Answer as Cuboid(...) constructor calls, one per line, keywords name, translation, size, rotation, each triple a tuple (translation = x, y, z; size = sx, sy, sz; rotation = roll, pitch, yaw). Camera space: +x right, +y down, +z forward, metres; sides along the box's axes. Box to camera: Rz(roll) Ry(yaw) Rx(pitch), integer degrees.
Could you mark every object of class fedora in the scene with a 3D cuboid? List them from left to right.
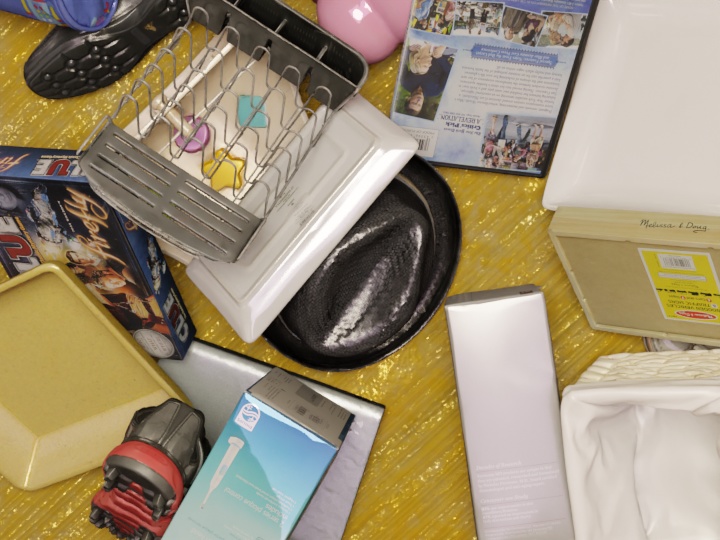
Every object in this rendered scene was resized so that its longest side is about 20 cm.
Cuboid(name="fedora", translation=(0.000, 0.000, 0.923), size=(0.198, 0.092, 0.203), rotation=(-3, 109, -10))

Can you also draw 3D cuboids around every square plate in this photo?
Cuboid(name="square plate", translation=(0.255, -0.129, 0.898), size=(0.196, 0.028, 0.202), rotation=(9, 77, 39))

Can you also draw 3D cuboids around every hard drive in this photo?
Cuboid(name="hard drive", translation=(-0.093, 0.150, 0.991), size=(0.198, 0.033, 0.141), rotation=(19, 94, 4))

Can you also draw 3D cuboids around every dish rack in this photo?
Cuboid(name="dish rack", translation=(-0.102, -0.111, 0.833), size=(0.152, 0.055, 0.201), rotation=(31, 61, -1))

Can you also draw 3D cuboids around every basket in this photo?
Cuboid(name="basket", translation=(0.242, 0.166, 0.894), size=(0.134, 0.123, 0.203), rotation=(-4, 104, 25))

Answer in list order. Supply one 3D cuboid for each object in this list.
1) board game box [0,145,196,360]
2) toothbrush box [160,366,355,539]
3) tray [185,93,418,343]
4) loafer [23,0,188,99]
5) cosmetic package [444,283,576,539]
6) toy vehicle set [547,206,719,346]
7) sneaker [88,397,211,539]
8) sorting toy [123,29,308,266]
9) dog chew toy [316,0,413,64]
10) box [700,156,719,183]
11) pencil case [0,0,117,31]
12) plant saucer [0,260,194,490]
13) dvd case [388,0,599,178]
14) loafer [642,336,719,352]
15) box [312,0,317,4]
Cuboid(name="board game box", translation=(-0.222, -0.011, 0.915), size=(0.134, 0.201, 0.035), rotation=(5, 48, 20))
Cuboid(name="toothbrush box", translation=(-0.092, 0.189, 0.903), size=(0.085, 0.146, 0.201), rotation=(31, 94, 3))
Cuboid(name="tray", translation=(-0.053, -0.050, 0.890), size=(0.200, 0.022, 0.107), rotation=(-49, 52, 3))
Cuboid(name="loafer", translation=(-0.202, -0.217, 0.976), size=(0.199, 0.068, 0.071), rotation=(-33, 59, 10))
Cuboid(name="cosmetic package", translation=(0.121, 0.116, 0.938), size=(0.089, 0.107, 0.203), rotation=(-11, 90, 5))
Cuboid(name="toy vehicle set", translation=(0.252, 0.008, 0.876), size=(0.198, 0.125, 0.027), rotation=(7, 54, 37))
Cuboid(name="sneaker", translation=(-0.165, 0.162, 0.921), size=(0.070, 0.201, 0.098), rotation=(30, 57, 0))
Cuboid(name="sorting toy", translation=(-0.110, -0.078, 0.958), size=(0.200, 0.107, 0.180), rotation=(-43, 98, 0))
Cuboid(name="dog chew toy", translation=(0.048, -0.242, 0.927), size=(0.199, 0.125, 0.125), rotation=(-35, 89, 12))
Cuboid(name="box", translation=(0.382, -0.033, 0.922), size=(0.162, 0.086, 0.202), rotation=(-28, 90, 6))
Cuboid(name="pencil case", translation=(-0.283, -0.250, 0.940), size=(0.198, 0.087, 0.079), rotation=(19, 124, 29))
Cuboid(name="plant saucer", translation=(-0.258, 0.081, 0.942), size=(0.198, 0.049, 0.201), rotation=(-21, 125, 21))
Cuboid(name="dvd case", translation=(0.102, -0.166, 0.907), size=(0.141, 0.018, 0.202), rotation=(6, 127, -7))
Cuboid(name="loafer", translation=(0.321, 0.100, 0.942), size=(0.199, 0.063, 0.072), rotation=(39, 94, 2))
Cuboid(name="box", translation=(-0.088, -0.322, 0.902), size=(0.199, 0.176, 0.097), rotation=(40, 94, 2))
